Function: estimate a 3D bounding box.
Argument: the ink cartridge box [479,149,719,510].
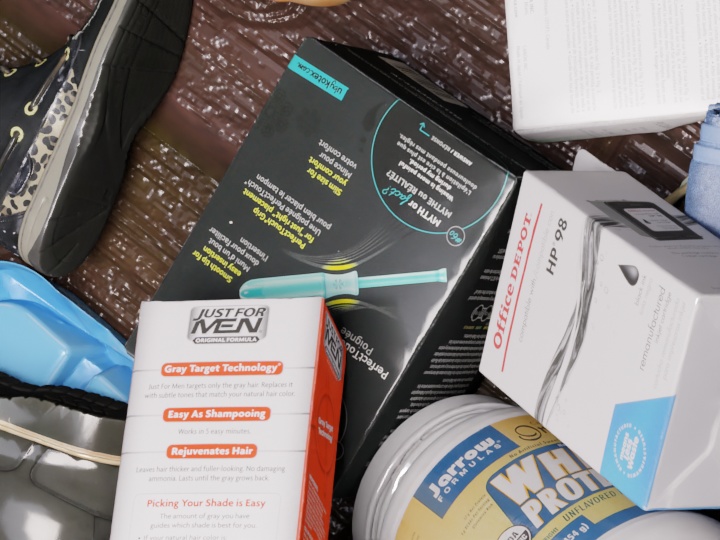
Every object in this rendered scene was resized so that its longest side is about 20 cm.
[{"bbox_3d":[0.126,0.025,1.516,0.200,0.066,0.117,40,124,52],"label":"ink cartridge box"}]

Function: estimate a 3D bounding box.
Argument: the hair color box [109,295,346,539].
[{"bbox_3d":[-0.068,0.115,1.503,0.101,0.061,0.201,-1,62,14],"label":"hair color box"}]

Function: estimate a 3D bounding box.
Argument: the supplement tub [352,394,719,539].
[{"bbox_3d":[0.097,0.157,1.538,0.200,0.144,0.145,33,102,52],"label":"supplement tub"}]

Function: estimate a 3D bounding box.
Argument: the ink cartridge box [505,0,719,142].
[{"bbox_3d":[0.174,-0.158,1.607,0.199,0.050,0.162,-5,86,20],"label":"ink cartridge box"}]

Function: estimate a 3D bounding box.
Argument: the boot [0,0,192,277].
[{"bbox_3d":[-0.194,-0.114,1.747,0.153,0.073,0.205,22,88,30],"label":"boot"}]

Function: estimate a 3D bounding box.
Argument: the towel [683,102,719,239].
[{"bbox_3d":[0.213,0.020,1.518,0.111,0.048,0.202,11,100,31],"label":"towel"}]

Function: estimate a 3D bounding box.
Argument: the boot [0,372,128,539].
[{"bbox_3d":[-0.222,0.126,1.690,0.199,0.077,0.139,14,98,24],"label":"boot"}]

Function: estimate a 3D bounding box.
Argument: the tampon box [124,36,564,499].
[{"bbox_3d":[0.000,0.000,1.629,0.150,0.126,0.201,35,102,20],"label":"tampon box"}]

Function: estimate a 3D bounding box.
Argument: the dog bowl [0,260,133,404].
[{"bbox_3d":[-0.168,0.079,1.740,0.200,0.050,0.112,40,103,20],"label":"dog bowl"}]

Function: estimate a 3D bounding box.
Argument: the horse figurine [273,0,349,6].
[{"bbox_3d":[-0.006,-0.198,1.676,0.199,0.050,0.133,-17,79,27],"label":"horse figurine"}]

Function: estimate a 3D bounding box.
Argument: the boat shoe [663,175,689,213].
[{"bbox_3d":[0.168,-0.006,1.592,0.073,0.063,0.200,44,105,18],"label":"boat shoe"}]
